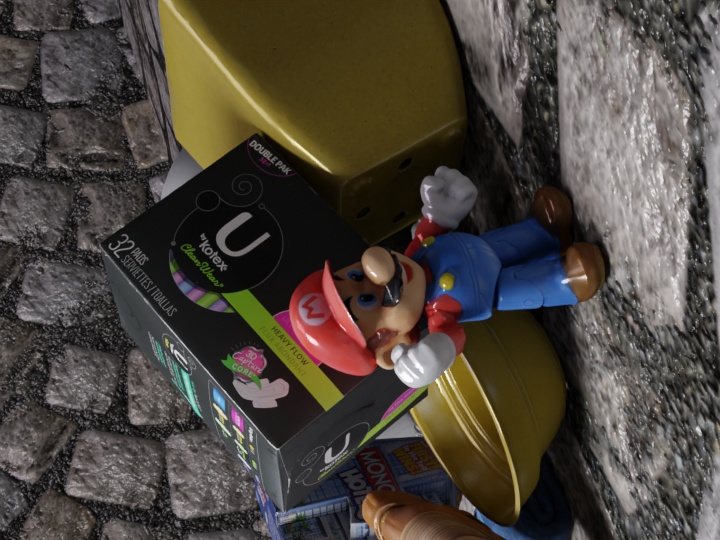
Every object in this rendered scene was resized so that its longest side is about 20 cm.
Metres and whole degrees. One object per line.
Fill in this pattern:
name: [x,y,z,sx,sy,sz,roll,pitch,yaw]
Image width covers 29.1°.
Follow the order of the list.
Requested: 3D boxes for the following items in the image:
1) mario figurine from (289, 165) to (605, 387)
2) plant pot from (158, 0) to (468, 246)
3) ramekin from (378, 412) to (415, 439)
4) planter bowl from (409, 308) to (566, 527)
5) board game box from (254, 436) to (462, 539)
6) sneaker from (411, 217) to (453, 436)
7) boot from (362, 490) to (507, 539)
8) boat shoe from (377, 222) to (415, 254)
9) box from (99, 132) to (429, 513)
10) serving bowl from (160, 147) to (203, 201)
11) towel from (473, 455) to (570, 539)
mario figurine: [0.050,0.001,0.864,0.123,0.198,0.107,-145,39,-71]
plant pot: [-0.021,-0.129,1.083,0.201,0.193,0.196,54,161,23]
ramekin: [0.007,0.180,1.480,0.203,0.094,0.203,53,165,21]
planter bowl: [0.094,0.078,1.018,0.201,0.083,0.201,57,164,26]
board game box: [0.021,0.217,1.240,0.200,0.197,0.062,-124,26,-58]
sneaker: [0.065,0.053,1.154,0.075,0.081,0.203,-137,33,-67]
boot: [0.099,0.225,1.038,0.199,0.074,0.154,37,171,-21]
boat shoe: [-0.001,0.002,1.162,0.063,0.200,0.074,55,136,17]
box: [-0.064,0.037,0.984,0.200,0.148,0.125,45,159,21]
serving bowl: [-0.110,-0.031,1.314,0.199,0.065,0.203,-2,-88,-64]
towel: [0.129,0.221,1.163,0.201,0.048,0.112,90,159,-52]
